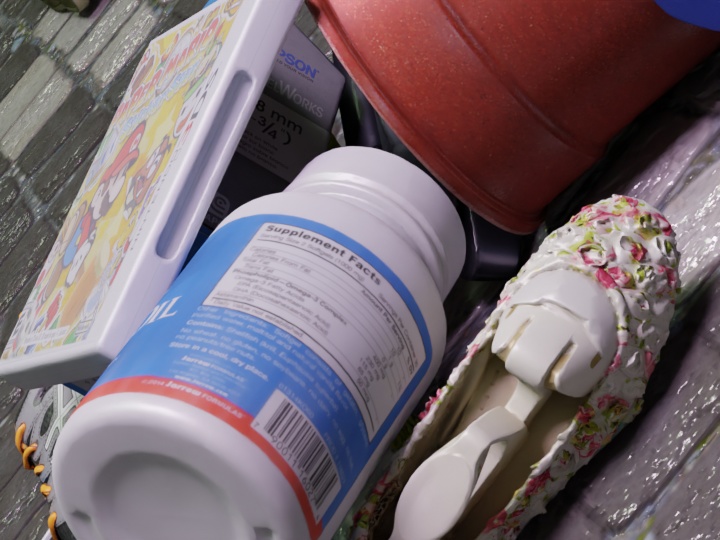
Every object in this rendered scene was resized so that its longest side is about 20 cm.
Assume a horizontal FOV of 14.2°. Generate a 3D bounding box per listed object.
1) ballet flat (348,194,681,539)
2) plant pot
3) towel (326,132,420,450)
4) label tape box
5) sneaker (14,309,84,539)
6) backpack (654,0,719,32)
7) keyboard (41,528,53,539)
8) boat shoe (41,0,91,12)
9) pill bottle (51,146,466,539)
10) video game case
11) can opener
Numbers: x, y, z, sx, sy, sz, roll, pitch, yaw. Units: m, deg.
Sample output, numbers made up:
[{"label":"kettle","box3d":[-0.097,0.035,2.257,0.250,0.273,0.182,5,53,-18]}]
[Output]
[{"label":"ballet flat","box3d":[0.061,0.058,1.141,0.200,0.076,0.064,-58,-16,2]},{"label":"plant pot","box3d":[0.096,-0.153,1.291,0.195,0.201,0.201,-36,24,18]},{"label":"towel","box3d":[0.000,0.000,1.366,0.018,0.086,0.200,-25,26,12]},{"label":"label tape box","box3d":[-0.071,-0.045,1.388,0.144,0.063,0.200,-47,21,44]},{"label":"sneaker","box3d":[-0.133,0.093,1.424,0.077,0.078,0.200,-6,56,9]},{"label":"backpack","box3d":[0.157,-0.208,1.087,0.200,0.168,0.163,-47,16,1]},{"label":"keyboard","box3d":[-0.112,0.095,1.488,0.011,0.056,0.200,23,73,40]},{"label":"boat shoe","box3d":[-0.243,-0.258,2.359,0.068,0.075,0.200,-47,27,-7]},{"label":"pill bottle","box3d":[-0.032,0.039,1.172,0.112,0.112,0.200,-32,16,42]},{"label":"video game case","box3d":[-0.097,-0.036,1.290,0.182,0.023,0.200,-66,15,-13]},{"label":"can opener","box3d":[0.015,-0.067,1.378,0.063,0.079,0.200,-49,42,34]}]
